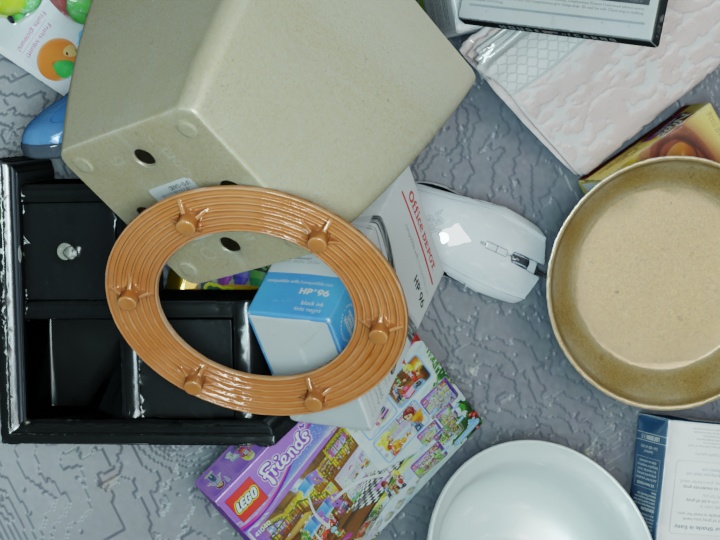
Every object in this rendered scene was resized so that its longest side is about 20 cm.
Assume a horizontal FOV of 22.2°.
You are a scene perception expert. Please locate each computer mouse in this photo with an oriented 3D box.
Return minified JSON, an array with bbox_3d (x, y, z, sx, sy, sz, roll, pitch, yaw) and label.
[{"bbox_3d":[0.112,-0.010,1.451,0.199,0.044,0.110,20,87,-17],"label":"computer mouse"}]

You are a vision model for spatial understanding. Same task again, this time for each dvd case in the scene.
[{"bbox_3d":[0.160,-0.267,1.316,0.149,0.025,0.202,10,86,24],"label":"dvd case"}]

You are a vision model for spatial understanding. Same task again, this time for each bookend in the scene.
[{"bbox_3d":[-0.150,0.019,1.301,0.198,0.092,0.201,1,96,9],"label":"bookend"}]

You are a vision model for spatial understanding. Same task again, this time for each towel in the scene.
[{"bbox_3d":[0.199,-0.177,1.398,0.200,0.032,0.191,-39,139,14],"label":"towel"}]

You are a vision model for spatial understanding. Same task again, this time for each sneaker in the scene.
[{"bbox_3d":[-0.167,-0.146,1.329,0.199,0.066,0.079,-30,120,-28],"label":"sneaker"}]

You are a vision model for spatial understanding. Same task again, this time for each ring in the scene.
[{"bbox_3d":[-0.068,0.027,1.176,0.200,0.200,0.019,31,41,-16],"label":"ring"}]

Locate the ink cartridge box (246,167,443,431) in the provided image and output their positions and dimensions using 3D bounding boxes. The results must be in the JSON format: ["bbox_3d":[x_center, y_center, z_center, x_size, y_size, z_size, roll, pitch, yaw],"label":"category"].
[{"bbox_3d":[0.000,0.000,1.317,0.116,0.067,0.201,70,34,-42],"label":"ink cartridge box"}]

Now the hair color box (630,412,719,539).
[{"bbox_3d":[0.272,0.222,1.498,0.099,0.060,0.202,6,89,-17],"label":"hair color box"}]

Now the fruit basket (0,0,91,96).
[{"bbox_3d":[-0.215,-0.236,1.314,0.199,0.094,0.186,35,91,-24],"label":"fruit basket"}]

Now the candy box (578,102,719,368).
[{"bbox_3d":[0.279,-0.021,1.497,0.116,0.056,0.201,-34,99,-12],"label":"candy box"}]

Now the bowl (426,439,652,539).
[{"bbox_3d":[0.126,0.241,1.423,0.200,0.090,0.203,9,65,-19],"label":"bowl"}]

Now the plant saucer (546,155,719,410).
[{"bbox_3d":[0.241,0.008,1.442,0.198,0.035,0.202,-1,100,-4],"label":"plant saucer"}]

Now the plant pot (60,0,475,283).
[{"bbox_3d":[-0.079,-0.109,1.204,0.200,0.199,0.178,47,50,-28],"label":"plant pot"}]

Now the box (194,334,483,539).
[{"bbox_3d":[-0.013,0.137,1.396,0.200,0.039,0.137,-45,125,-11],"label":"box"}]

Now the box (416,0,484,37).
[{"bbox_3d":[0.138,-0.252,1.422,0.199,0.101,0.113,-13,96,-17],"label":"box"}]

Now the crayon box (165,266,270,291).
[{"bbox_3d":[-0.073,-0.022,1.390,0.126,0.051,0.202,11,89,-18],"label":"crayon box"}]
